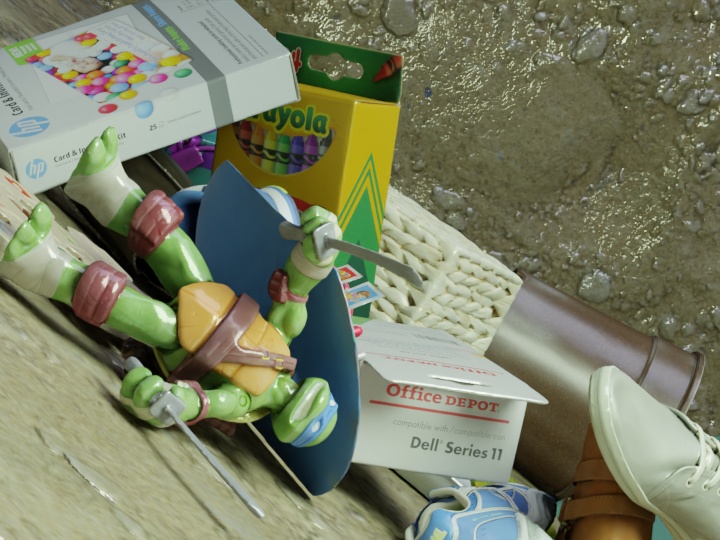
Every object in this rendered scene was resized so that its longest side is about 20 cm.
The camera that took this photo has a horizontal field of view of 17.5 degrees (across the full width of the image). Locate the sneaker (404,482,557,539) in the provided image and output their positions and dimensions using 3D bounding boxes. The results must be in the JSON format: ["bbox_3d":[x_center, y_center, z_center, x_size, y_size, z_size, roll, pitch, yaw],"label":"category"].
[{"bbox_3d":[0.072,0.157,1.435,0.077,0.076,0.200,32,1,-2],"label":"sneaker"}]

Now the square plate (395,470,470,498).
[{"bbox_3d":[0.031,0.122,1.734,0.200,0.028,0.198,40,5,-5],"label":"square plate"}]

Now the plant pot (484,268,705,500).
[{"bbox_3d":[0.191,0.112,2.230,0.198,0.201,0.200,32,5,-1],"label":"plant pot"}]

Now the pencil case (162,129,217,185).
[{"bbox_3d":[-0.131,-0.109,1.811,0.200,0.085,0.093,-108,-173,-54],"label":"pencil case"}]

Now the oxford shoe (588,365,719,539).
[{"bbox_3d":[0.197,0.119,1.394,0.200,0.058,0.075,48,39,-35],"label":"oxford shoe"}]

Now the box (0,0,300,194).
[{"bbox_3d":[-0.162,-0.126,1.577,0.156,0.199,0.041,-133,-154,-54],"label":"box"}]

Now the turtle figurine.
[{"bbox_3d":[-0.079,0.009,1.215,0.194,0.144,0.200,36,1,0],"label":"turtle figurine"}]

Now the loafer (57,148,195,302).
[{"bbox_3d":[-0.135,-0.031,1.566,0.200,0.073,0.071,41,3,12],"label":"loafer"}]

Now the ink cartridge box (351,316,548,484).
[{"bbox_3d":[0.029,0.082,1.477,0.117,0.068,0.200,10,8,-19],"label":"ink cartridge box"}]

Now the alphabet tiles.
[{"bbox_3d":[-0.181,-0.011,1.369,0.196,0.015,0.200,43,5,28],"label":"alphabet tiles"}]

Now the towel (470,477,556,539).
[{"bbox_3d":[0.112,0.171,1.664,0.086,0.018,0.200,43,6,-8],"label":"towel"}]

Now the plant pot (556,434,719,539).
[{"bbox_3d":[0.272,0.196,1.669,0.141,0.200,0.142,32,32,-59],"label":"plant pot"}]

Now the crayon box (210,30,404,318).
[{"bbox_3d":[-0.043,-0.059,1.603,0.127,0.201,0.051,14,10,40],"label":"crayon box"}]

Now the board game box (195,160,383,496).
[{"bbox_3d":[-0.035,0.031,1.359,0.039,0.159,0.200,-14,36,-27],"label":"board game box"}]

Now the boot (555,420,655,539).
[{"bbox_3d":[0.145,0.166,1.402,0.073,0.155,0.200,11,-3,0],"label":"boot"}]

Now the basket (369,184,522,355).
[{"bbox_3d":[0.000,0.000,1.710,0.200,0.124,0.135,35,6,30],"label":"basket"}]

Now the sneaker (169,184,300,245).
[{"bbox_3d":[-0.072,0.024,1.470,0.082,0.074,0.200,15,38,-36],"label":"sneaker"}]
